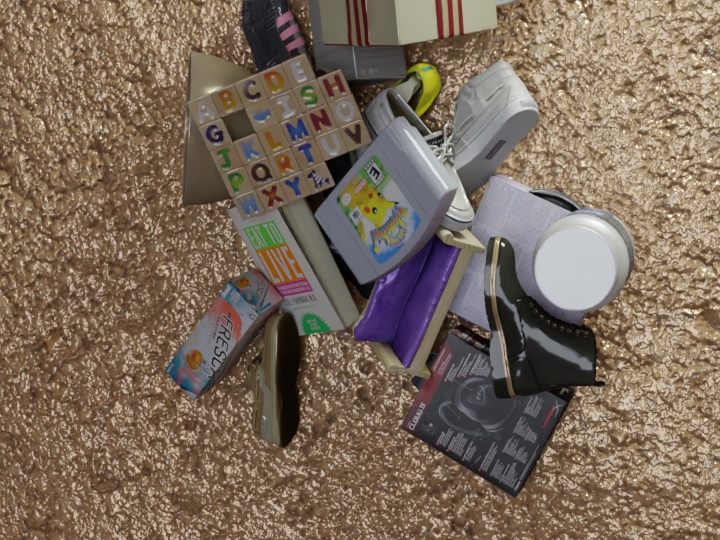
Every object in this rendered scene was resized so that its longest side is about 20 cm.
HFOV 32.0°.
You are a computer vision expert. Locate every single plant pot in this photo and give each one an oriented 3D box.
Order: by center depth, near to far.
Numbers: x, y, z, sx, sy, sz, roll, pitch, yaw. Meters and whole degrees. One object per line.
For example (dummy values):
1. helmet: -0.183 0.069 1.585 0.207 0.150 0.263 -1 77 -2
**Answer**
1. plant pot: -0.167 -0.185 1.677 0.132 0.200 0.204 3 99 -11

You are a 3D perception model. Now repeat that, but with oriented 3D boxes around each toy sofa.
1. toy sofa: 0.071 0.030 1.613 0.096 0.083 0.202 15 108 -24

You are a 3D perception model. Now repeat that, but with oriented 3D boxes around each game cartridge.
1. game cartridge: 0.031 -0.077 1.563 0.134 0.040 0.200 52 130 12

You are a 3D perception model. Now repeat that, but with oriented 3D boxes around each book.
1. book: -0.091 -0.011 1.684 0.133 0.048 0.202 -12 109 53

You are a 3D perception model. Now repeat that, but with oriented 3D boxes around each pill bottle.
1. pill bottle: 0.263 -0.012 1.483 0.112 0.200 0.116 2 96 15

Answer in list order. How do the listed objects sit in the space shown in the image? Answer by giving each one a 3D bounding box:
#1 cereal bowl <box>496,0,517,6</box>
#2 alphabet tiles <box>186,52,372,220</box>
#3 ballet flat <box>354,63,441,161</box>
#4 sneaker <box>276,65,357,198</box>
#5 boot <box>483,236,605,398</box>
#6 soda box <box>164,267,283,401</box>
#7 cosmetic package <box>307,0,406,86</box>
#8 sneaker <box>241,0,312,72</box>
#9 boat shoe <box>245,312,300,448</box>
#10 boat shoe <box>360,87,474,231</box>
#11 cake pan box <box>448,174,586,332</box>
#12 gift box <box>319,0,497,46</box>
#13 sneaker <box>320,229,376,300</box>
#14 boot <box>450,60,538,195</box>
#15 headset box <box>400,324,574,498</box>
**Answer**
1. cereal bowl: 0.174 -0.431 1.560 0.198 0.083 0.203 11 109 34
2. alphabet tiles: -0.094 -0.168 1.556 0.198 0.008 0.169 -20 111 15
3. ballet flat: 0.030 -0.192 1.658 0.067 0.067 0.201 42 108 11
4. sneaker: -0.069 -0.159 1.639 0.075 0.106 0.202 31 141 44
5. boot: 0.227 0.054 1.557 0.136 0.077 0.203 -5 101 16
6. soda box: -0.190 0.089 1.738 0.064 0.068 0.201 45 125 9
7. cosmetic package: -0.011 -0.343 1.623 0.106 0.089 0.203 4 100 59
8. sneaker: -0.106 -0.304 1.685 0.070 0.082 0.202 -27 59 25
9. boat shoe: -0.126 0.150 1.736 0.066 0.074 0.203 12 113 23
10. boat shoe: 0.086 -0.148 1.566 0.203 0.074 0.086 53 130 12
11. cake pan box: 0.221 -0.005 1.628 0.182 0.052 0.202 23 103 12
12. gift box: 0.056 -0.376 1.504 0.183 0.198 0.190 11 114 48
13. sneaker: 0.000 0.000 1.691 0.197 0.076 0.089 10 106 17
14. boot: 0.145 -0.178 1.630 0.200 0.073 0.096 -44 53 30
15. headset box: 0.159 0.178 1.656 0.198 0.077 0.150 29 104 14
